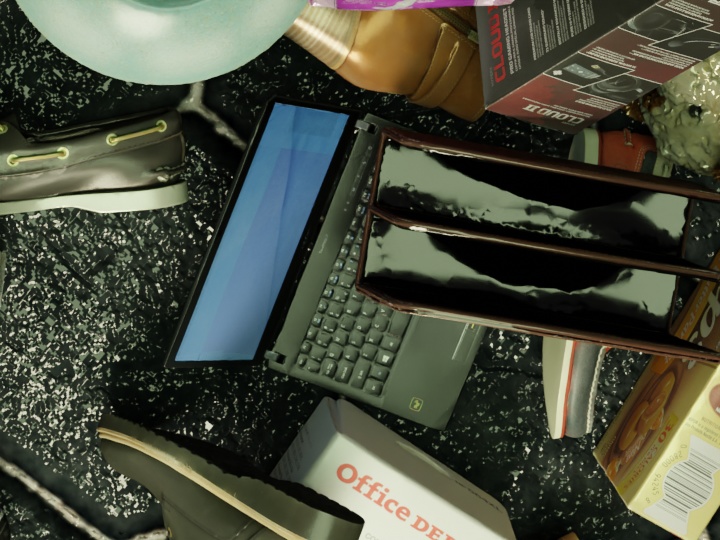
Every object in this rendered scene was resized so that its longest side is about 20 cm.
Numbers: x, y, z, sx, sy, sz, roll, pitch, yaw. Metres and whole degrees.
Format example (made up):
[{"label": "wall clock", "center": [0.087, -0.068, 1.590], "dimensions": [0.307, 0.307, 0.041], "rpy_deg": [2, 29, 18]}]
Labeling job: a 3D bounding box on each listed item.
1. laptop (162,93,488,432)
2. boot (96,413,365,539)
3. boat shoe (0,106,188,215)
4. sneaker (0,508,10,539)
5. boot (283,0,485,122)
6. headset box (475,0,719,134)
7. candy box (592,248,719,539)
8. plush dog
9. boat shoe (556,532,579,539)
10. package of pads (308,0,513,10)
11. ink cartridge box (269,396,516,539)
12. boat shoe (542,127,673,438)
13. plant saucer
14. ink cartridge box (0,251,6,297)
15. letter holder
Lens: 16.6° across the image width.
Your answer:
[{"label": "laptop", "center": [0.000, 0.000, 1.512], "dimensions": [0.199, 0.103, 0.178], "rpy_deg": [21, 100, -10]}, {"label": "boot", "center": [-0.104, 0.178, 1.498], "dimensions": [0.077, 0.199, 0.139], "rpy_deg": [18, 94, -50]}, {"label": "boat shoe", "center": [-0.205, -0.065, 1.495], "dimensions": [0.200, 0.072, 0.061], "rpy_deg": [-4, 99, -12]}, {"label": "sneaker", "center": [-0.306, 0.204, 1.544], "dimensions": [0.199, 0.070, 0.100], "rpy_deg": [-27, 106, 1]}, {"label": "boot", "center": [0.045, -0.201, 1.495], "dimensions": [0.154, 0.074, 0.201], "rpy_deg": [25, 97, -19]}, {"label": "headset box", "center": [0.140, -0.180, 1.401], "dimensions": [0.077, 0.200, 0.150], "rpy_deg": [13, 63, -36]}, {"label": "candy box", "center": [0.228, 0.060, 1.543], "dimensions": [0.055, 0.115, 0.201], "rpy_deg": [30, 98, -12]}, {"label": "plush dog", "center": [0.223, -0.142, 1.484], "dimensions": [0.160, 0.200, 0.173], "rpy_deg": [7, 112, -35]}, {"label": "boat shoe", "center": [0.135, 0.273, 1.607], "dimensions": [0.070, 0.070, 0.201], "rpy_deg": [-19, 96, -8]}, {"label": "package of pads", "center": [0.030, -0.248, 1.392], "dimensions": [0.120, 0.076, 0.202], "rpy_deg": [1, 82, 0]}, {"label": "ink cartridge box", "center": [-0.015, 0.205, 1.567], "dimensions": [0.146, 0.084, 0.201], "rpy_deg": [32, 99, -11]}, {"label": "boat shoe", "center": [0.154, 0.010, 1.551], "dimensions": [0.062, 0.071, 0.201], "rpy_deg": [6, 98, -10]}, {"label": "plant saucer", "center": [-0.111, -0.205, 1.406], "dimensions": [0.199, 0.039, 0.203], "rpy_deg": [-1, 100, -8]}, {"label": "ink cartridge box", "center": [-0.316, 0.030, 1.463], "dimensions": [0.199, 0.146, 0.087], "rpy_deg": [7, 101, -8]}, {"label": "letter holder", "center": [0.111, -0.014, 1.431], "dimensions": [0.199, 0.142, 0.101], "rpy_deg": [9, 95, -10]}]
